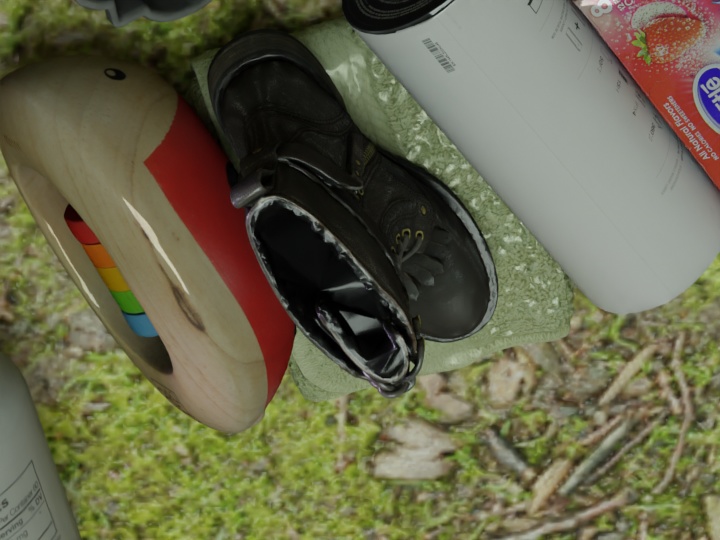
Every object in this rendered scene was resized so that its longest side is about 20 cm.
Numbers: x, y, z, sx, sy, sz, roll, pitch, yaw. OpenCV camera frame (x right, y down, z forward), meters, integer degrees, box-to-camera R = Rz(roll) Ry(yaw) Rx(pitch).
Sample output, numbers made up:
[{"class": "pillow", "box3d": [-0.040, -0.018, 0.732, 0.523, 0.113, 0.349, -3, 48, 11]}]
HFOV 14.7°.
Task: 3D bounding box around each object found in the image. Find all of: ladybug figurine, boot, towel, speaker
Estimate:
[{"class": "ladybug figurine", "box3d": [-0.087, -0.015, 1.230, 0.072, 0.136, 0.200, -38, 120, -17]}, {"class": "boot", "box3d": [0.000, 0.000, 1.174, 0.069, 0.174, 0.200, -37, 120, 13]}, {"class": "towel", "box3d": [0.014, -0.033, 1.281, 0.148, 0.037, 0.200, -19, 122, 2]}, {"class": "speaker", "box3d": [0.080, -0.069, 1.208, 0.081, 0.081, 0.200, -34, 127, 13]}]

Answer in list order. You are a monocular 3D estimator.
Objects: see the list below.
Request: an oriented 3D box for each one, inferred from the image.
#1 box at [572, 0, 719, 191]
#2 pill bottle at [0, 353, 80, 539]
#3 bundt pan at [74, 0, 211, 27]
[{"class": "box", "box3d": [0.177, -0.097, 1.230, 0.100, 0.096, 0.200, -35, 120, 12]}, {"class": "pill bottle", "box3d": [-0.198, 0.094, 1.271, 0.114, 0.114, 0.200, -15, 122, 0]}, {"class": "bundt pan", "box3d": [-0.065, -0.198, 1.098, 0.202, 0.076, 0.202, -39, 158, -20]}]
